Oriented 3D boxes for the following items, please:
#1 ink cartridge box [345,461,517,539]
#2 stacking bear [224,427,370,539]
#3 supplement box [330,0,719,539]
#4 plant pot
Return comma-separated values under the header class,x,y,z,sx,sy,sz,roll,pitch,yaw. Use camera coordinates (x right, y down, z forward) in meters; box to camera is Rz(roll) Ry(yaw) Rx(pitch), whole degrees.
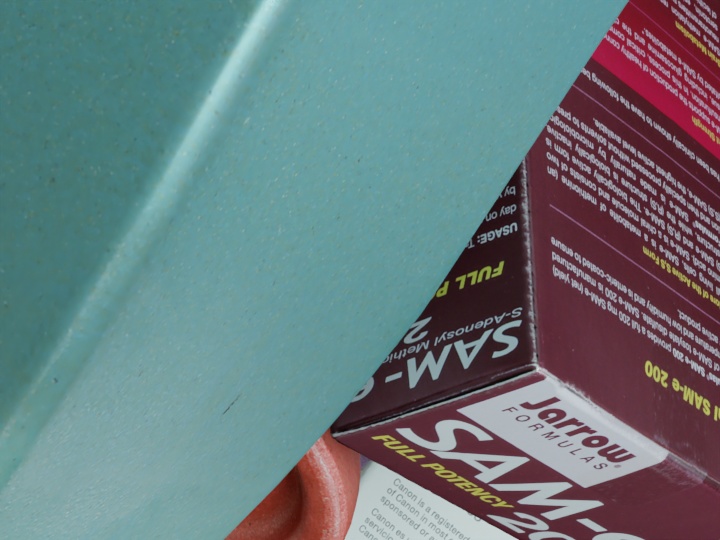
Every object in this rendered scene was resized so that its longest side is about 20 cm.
class,x,y,z,sx,sy,sz,roll,pitch,yaw
ink cartridge box,0.103,0.047,0.817,0.200,0.145,0.084,-54,171,12
stacking bear,-0.012,-0.023,0.704,0.122,0.113,0.200,86,28,-46
supplement box,0.045,-0.039,0.643,0.109,0.061,0.201,32,47,-45
plant pot,-0.063,-0.028,0.536,0.201,0.141,0.141,-60,155,4
